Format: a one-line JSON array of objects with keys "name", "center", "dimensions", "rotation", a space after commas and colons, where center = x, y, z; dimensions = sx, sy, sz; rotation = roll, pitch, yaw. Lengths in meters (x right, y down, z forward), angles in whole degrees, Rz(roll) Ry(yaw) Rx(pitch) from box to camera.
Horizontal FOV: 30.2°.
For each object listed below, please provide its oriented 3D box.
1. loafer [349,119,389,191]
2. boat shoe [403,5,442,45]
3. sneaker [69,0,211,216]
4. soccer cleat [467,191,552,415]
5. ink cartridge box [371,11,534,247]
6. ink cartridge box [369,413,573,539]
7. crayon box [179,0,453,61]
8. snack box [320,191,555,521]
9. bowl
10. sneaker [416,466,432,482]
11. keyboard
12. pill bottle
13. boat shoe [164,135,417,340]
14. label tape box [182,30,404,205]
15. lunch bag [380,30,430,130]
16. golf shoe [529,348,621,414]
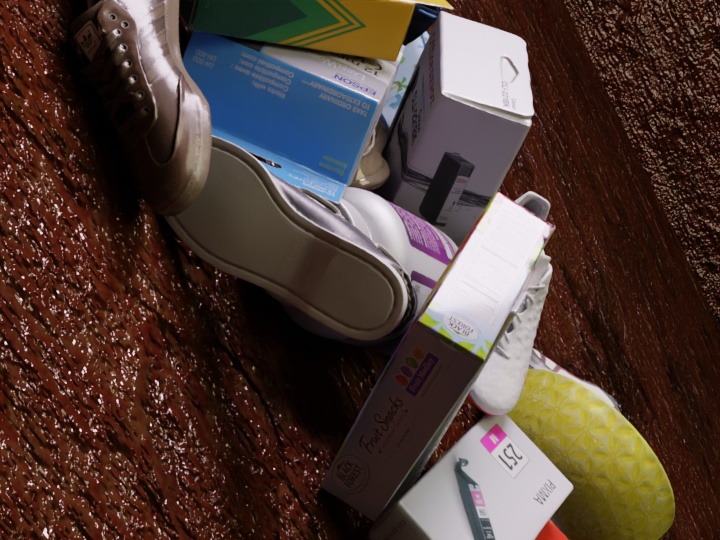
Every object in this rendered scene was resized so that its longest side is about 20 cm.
[{"name": "loafer", "center": [-0.019, -0.107, 1.139], "dimensions": [0.068, 0.076, 0.200], "rotation": [60, 11, -18]}, {"name": "boat shoe", "center": [0.004, -0.262, 1.127], "dimensions": [0.200, 0.068, 0.085], "rotation": [29, 41, -58]}, {"name": "sneaker", "center": [-0.151, -0.126, 0.844], "dimensions": [0.075, 0.070, 0.201], "rotation": [12, 53, -43]}, {"name": "soccer cleat", "center": [0.120, 0.023, 1.090], "dimensions": [0.068, 0.085, 0.201], "rotation": [25, 50, -17]}, {"name": "ink cartridge box", "center": [0.071, -0.101, 1.167], "dimensions": [0.083, 0.201, 0.145], "rotation": [18, 37, -11]}, {"name": "ink cartridge box", "center": [0.115, 0.208, 0.995], "dimensions": [0.174, 0.044, 0.200], "rotation": [46, 29, 8]}, {"name": "crayon box", "center": [-0.047, -0.211, 0.986], "dimensions": [0.199, 0.052, 0.126], "rotation": [3, 32, -29]}, {"name": "snack box", "center": [0.050, 0.061, 0.910], "dimensions": [0.053, 0.201, 0.142], "rotation": [32, 47, 4]}, {"name": "bowl", "center": [0.178, 0.202, 1.235], "dimensions": [0.108, 0.200, 0.201], "rotation": [-39, 112, -25]}, {"name": "sneaker", "center": [0.075, 0.244, 1.051], "dimensions": [0.201, 0.071, 0.083], "rotation": [-95, -171, -49]}, {"name": "keyboard", "center": [0.071, 0.104, 1.006], "dimensions": [0.011, 0.201, 0.056], "rotation": [33, 20, 12]}, {"name": "pill bottle", "center": [0.000, 0.000, 1.008], "dimensions": [0.200, 0.112, 0.113], "rotation": [23, 48, -64]}, {"name": "boat shoe", "center": [-0.048, -0.023, 0.866], "dimensions": [0.199, 0.074, 0.060], "rotation": [30, 7, 15]}, {"name": "label tape box", "center": [-0.054, -0.136, 0.973], "dimensions": [0.142, 0.066, 0.200], "rotation": [23, 26, -1]}, {"name": "lunch bag", "center": [0.069, -0.147, 1.353], "dimensions": [0.201, 0.082, 0.161], "rotation": [-103, 166, -56]}, {"name": "golf shoe", "center": [0.172, 0.119, 1.318], "dimensions": [0.088, 0.077, 0.200], "rotation": [31, 3, -45]}]
